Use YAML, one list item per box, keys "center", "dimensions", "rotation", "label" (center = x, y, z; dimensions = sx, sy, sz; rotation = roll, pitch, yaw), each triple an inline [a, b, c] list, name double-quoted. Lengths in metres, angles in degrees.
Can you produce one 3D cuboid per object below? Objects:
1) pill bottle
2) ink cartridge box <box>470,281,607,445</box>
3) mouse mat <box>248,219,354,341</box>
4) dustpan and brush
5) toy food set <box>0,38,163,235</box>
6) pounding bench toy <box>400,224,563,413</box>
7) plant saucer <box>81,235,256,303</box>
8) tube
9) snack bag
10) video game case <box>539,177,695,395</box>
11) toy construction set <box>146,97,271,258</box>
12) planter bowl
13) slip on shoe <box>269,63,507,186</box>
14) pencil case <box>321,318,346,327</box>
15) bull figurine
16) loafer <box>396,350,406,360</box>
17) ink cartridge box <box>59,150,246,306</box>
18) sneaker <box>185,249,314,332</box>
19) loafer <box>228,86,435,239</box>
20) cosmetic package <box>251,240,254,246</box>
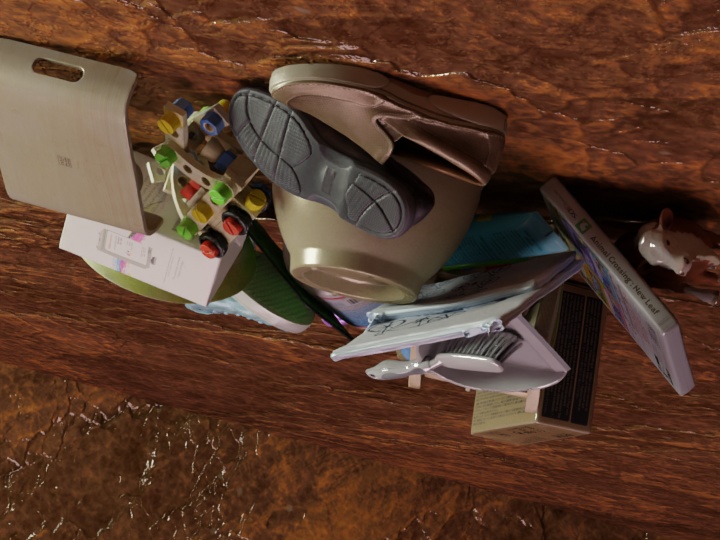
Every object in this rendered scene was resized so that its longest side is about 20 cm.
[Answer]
- center: [0.000, 0.000, 1.869]
  dimensions: [0.109, 0.109, 0.200]
  rotation: [7, 166, 21]
  label: "pill bottle"
- center: [0.203, 0.110, 2.020]
  dimensions: [0.075, 0.165, 0.200]
  rotation: [13, 168, -15]
  label: "ink cartridge box"
- center: [-0.084, -0.009, 1.865]
  dimensions: [0.200, 0.008, 0.161]
  rotation: [49, -177, 26]
  label: "mouse mat"
- center: [0.088, 0.085, 1.739]
  dimensions: [0.200, 0.057, 0.140]
  rotation: [-1, 145, 43]
  label: "dustpan and brush"
- center: [-0.256, -0.120, 1.592]
  dimensions: [0.143, 0.060, 0.200]
  rotation: [15, 143, 14]
  label: "toy food set"
- center: [0.125, 0.022, 1.804]
  dimensions: [0.156, 0.124, 0.200]
  rotation: [11, 135, 9]
  label: "pounding bench toy"
- center: [-0.200, -0.039, 1.826]
  dimensions: [0.200, 0.200, 0.031]
  rotation: [15, 123, -10]
  label: "plant saucer"
- center: [0.094, -0.029, 1.695]
  dimensions: [0.200, 0.050, 0.077]
  rotation: [-4, 157, 30]
  label: "tube"
- center: [0.084, 0.032, 1.596]
  dimensions: [0.188, 0.021, 0.200]
  rotation: [-12, -169, 32]
  label: "snack bag"
- center: [0.242, 0.017, 1.636]
  dimensions: [0.182, 0.022, 0.200]
  rotation: [53, 180, 24]
  label: "video game case"
- center: [-0.148, -0.087, 1.633]
  dimensions: [0.131, 0.092, 0.200]
  rotation: [42, 163, -6]
  label: "toy construction set"
- center: [0.007, -0.048, 1.601]
  dimensions: [0.200, 0.135, 0.200]
  rotation: [11, 167, 3]
  label: "planter bowl"
- center: [0.020, -0.119, 1.445]
  dimensions: [0.200, 0.061, 0.076]
  rotation: [14, 167, -9]
  label: "slip on shoe"
- center: [0.062, 0.038, 2.027]
  dimensions: [0.200, 0.086, 0.084]
  rotation: [8, 163, 23]
  label: "pencil case"
- center: [0.293, -0.012, 1.619]
  dimensions: [0.121, 0.065, 0.200]
  rotation: [18, 177, -8]
  label: "bull figurine"
- center: [0.083, 0.077, 2.096]
  dimensions: [0.076, 0.068, 0.200]
  rotation: [-25, -141, -36]
  label: "loafer"
- center: [-0.219, -0.054, 1.748]
  dimensions: [0.200, 0.117, 0.068]
  rotation: [23, 125, 3]
  label: "ink cartridge box"
- center: [-0.147, 0.018, 1.903]
  dimensions: [0.200, 0.074, 0.082]
  rotation: [31, 134, -5]
  label: "sneaker"
- center: [-0.025, -0.094, 1.499]
  dimensions: [0.200, 0.072, 0.063]
  rotation: [36, -147, 22]
  label: "loafer"
- center: [-0.219, -0.035, 2.000]
  dimensions: [0.200, 0.052, 0.151]
  rotation: [13, 177, -3]
  label: "cosmetic package"
